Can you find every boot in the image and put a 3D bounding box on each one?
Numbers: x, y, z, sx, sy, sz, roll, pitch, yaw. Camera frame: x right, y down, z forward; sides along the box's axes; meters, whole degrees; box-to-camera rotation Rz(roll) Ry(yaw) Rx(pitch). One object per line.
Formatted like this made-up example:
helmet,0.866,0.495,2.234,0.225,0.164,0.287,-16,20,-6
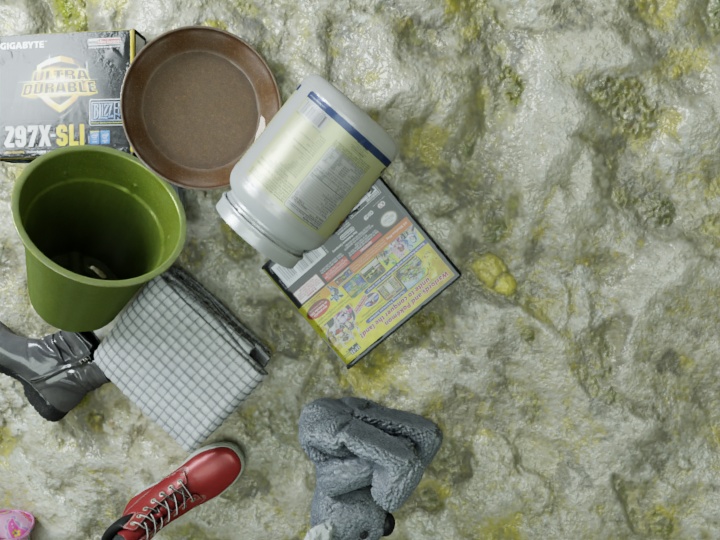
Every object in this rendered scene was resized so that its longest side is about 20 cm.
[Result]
boot,-0.253,0.316,1.045,0.199,0.144,0.073,-33,93,10
boot,-0.438,0.102,1.069,0.131,0.070,0.200,-38,106,15

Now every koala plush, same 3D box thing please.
koala plush,-0.011,0.285,1.004,0.182,0.177,0.202,18,103,15

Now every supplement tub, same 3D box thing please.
supplement tub,-0.066,-0.117,0.931,0.145,0.145,0.200,40,97,-1

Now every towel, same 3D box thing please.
towel,-0.234,0.116,1.038,0.200,0.086,0.166,42,101,0

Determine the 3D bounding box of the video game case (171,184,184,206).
video game case,-0.341,-0.145,1.034,0.198,0.018,0.145,-3,100,8

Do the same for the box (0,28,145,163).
box,-0.377,-0.223,0.995,0.198,0.049,0.161,0,91,8

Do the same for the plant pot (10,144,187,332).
plant pot,-0.341,-0.018,0.962,0.200,0.200,0.190,39,136,-1

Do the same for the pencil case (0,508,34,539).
pencil case,-0.537,0.455,1.138,0.087,0.087,0.202,14,103,4

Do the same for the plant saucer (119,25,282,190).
plant saucer,-0.200,-0.203,0.972,0.198,0.037,0.202,-1,96,-13

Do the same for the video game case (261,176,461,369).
video game case,0.000,0.000,1.015,0.200,0.026,0.181,-40,93,11
